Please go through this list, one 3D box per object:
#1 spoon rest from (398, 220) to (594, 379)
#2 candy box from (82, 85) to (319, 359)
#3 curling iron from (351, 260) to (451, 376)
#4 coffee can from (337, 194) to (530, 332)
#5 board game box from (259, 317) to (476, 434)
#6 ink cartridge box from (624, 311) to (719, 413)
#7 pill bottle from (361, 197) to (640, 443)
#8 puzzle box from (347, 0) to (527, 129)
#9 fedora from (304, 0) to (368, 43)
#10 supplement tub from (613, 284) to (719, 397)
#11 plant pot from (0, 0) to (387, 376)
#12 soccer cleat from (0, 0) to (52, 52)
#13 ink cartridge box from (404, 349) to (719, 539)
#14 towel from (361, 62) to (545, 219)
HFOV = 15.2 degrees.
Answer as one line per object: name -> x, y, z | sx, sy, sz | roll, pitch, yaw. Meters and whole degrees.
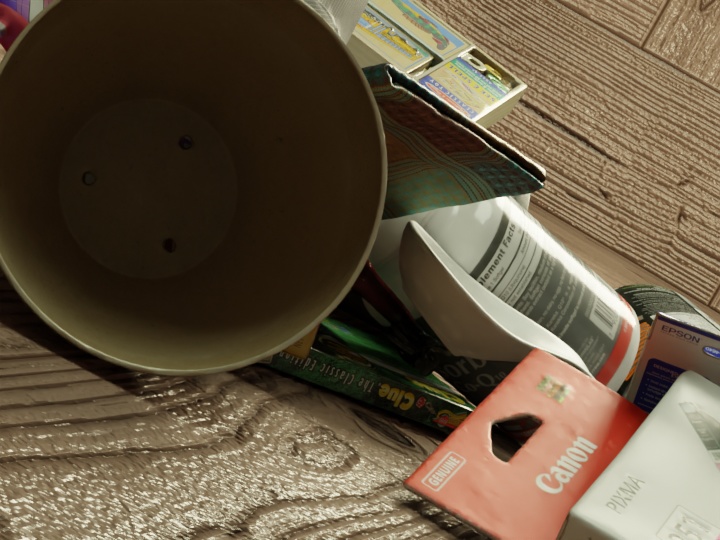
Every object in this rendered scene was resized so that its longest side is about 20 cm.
spoon rest -> 0.088, 0.045, 1.607 | 0.200, 0.061, 0.099 | 53, 2, -27
candy box -> -0.100, -0.044, 1.457 | 0.199, 0.117, 0.056 | 21, 7, -4
curling iron -> 0.000, 0.000, 1.571 | 0.050, 0.026, 0.200 | 43, -7, 46
coffee can -> -0.006, -0.050, 1.833 | 0.199, 0.147, 0.146 | 27, 8, -16
board game box -> -0.026, 0.045, 1.594 | 0.200, 0.024, 0.105 | 23, 7, -39
ink cartridge box -> 0.201, 0.088, 1.577 | 0.099, 0.039, 0.200 | 21, -38, 6
pill bottle -> 0.072, 0.010, 1.703 | 0.200, 0.116, 0.116 | 41, 3, -22
puzzle box -> 0.006, -0.157, 1.733 | 0.200, 0.025, 0.133 | 38, 24, 6
fedora -> -0.064, -0.167, 1.546 | 0.199, 0.090, 0.177 | 27, -24, 16
supplement tub -> 0.212, 0.091, 1.819 | 0.122, 0.123, 0.200 | 27, 8, -18
plant pot -> -0.099, -0.046, 1.353 | 0.200, 0.201, 0.134 | 28, -9, -10
soccer cleat -> -0.181, -0.146, 1.551 | 0.200, 0.076, 0.067 | 43, -24, 29
ink cartridge box -> 0.140, 0.105, 1.431 | 0.173, 0.044, 0.200 | 31, 30, 11
towel -> -0.013, -0.064, 1.538 | 0.199, 0.022, 0.146 | -10, -29, 43
